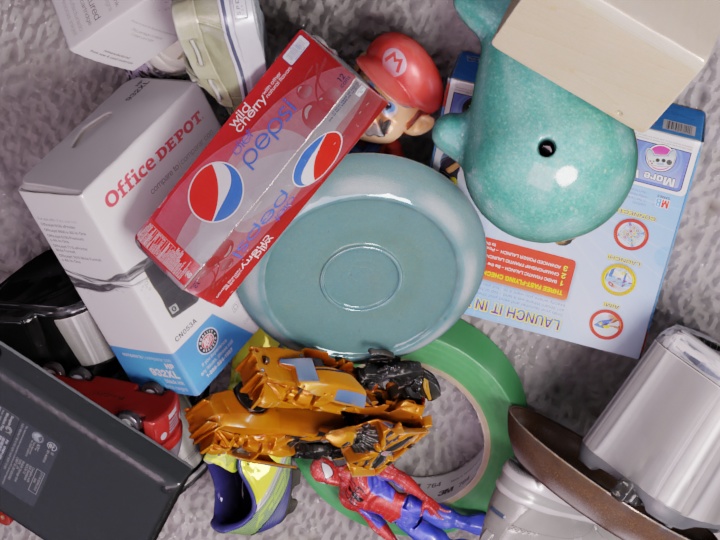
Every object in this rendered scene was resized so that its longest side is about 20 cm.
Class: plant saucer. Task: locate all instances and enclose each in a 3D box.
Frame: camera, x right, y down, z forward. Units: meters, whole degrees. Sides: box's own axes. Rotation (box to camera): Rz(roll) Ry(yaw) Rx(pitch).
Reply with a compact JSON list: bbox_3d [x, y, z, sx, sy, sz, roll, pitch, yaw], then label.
[{"bbox_3d":[0.194,0.174,1.694,0.199,0.200,0.032,33,96,-6],"label":"plant saucer"},{"bbox_3d":[0.000,0.000,1.643,0.198,0.028,0.201,-3,128,-3],"label":"plant saucer"}]

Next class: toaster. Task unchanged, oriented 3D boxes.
[{"bbox_3d":[0.254,0.122,1.654,0.113,0.200,0.130,36,98,28],"label":"toaster"}]

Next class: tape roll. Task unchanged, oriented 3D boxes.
[{"bbox_3d":[0.039,0.127,1.789,0.198,0.048,0.202,5,119,10],"label":"tape roll"}]

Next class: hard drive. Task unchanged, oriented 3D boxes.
[{"bbox_3d":[-0.238,0.150,1.662,0.199,0.033,0.140,33,129,4],"label":"hard drive"}]

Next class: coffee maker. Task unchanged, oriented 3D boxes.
[{"bbox_3d":[-0.236,0.092,1.783,0.190,0.135,0.201,-13,114,20],"label":"coffee maker"}]

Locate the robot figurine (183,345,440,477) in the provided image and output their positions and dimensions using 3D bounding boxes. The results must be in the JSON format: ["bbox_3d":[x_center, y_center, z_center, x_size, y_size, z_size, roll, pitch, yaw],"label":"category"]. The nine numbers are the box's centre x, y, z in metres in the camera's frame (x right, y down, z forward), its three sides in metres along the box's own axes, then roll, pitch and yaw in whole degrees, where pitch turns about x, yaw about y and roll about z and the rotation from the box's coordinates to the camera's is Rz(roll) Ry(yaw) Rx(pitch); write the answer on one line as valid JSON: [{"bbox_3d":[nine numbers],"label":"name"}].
[{"bbox_3d":[-0.030,0.115,1.683,0.199,0.059,0.145,13,138,-37],"label":"robot figurine"}]

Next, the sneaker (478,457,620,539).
[{"bbox_3d":[0.167,0.217,1.756,0.199,0.075,0.082,28,98,-38],"label":"sneaker"}]

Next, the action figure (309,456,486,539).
[{"bbox_3d":[0.048,0.205,1.777,0.199,0.052,0.066,28,125,0],"label":"action figure"}]

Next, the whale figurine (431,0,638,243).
[{"bbox_3d":[0.125,-0.120,1.543,0.158,0.104,0.202,-14,88,7],"label":"whale figurine"}]

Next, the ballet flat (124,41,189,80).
[{"bbox_3d":[-0.125,-0.202,1.635,0.072,0.072,0.200,39,119,-10],"label":"ballet flat"}]

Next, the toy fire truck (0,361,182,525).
[{"bbox_3d":[-0.231,0.146,1.710,0.198,0.049,0.142,10,125,21],"label":"toy fire truck"}]

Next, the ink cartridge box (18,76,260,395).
[{"bbox_3d":[-0.152,-0.027,1.662,0.083,0.145,0.201,7,134,45],"label":"ink cartridge box"}]

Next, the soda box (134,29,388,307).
[{"bbox_3d":[-0.073,-0.073,1.563,0.063,0.070,0.200,42,95,24],"label":"soda box"}]

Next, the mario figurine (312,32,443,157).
[{"bbox_3d":[-0.014,-0.099,1.642,0.123,0.107,0.200,19,129,-23],"label":"mario figurine"}]

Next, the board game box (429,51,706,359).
[{"bbox_3d":[0.148,-0.049,1.664,0.198,0.056,0.197,15,121,4],"label":"board game box"}]

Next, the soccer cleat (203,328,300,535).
[{"bbox_3d":[-0.091,0.125,1.751,0.064,0.083,0.202,23,118,46],"label":"soccer cleat"}]

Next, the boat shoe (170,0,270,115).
[{"bbox_3d":[-0.099,-0.161,1.575,0.061,0.073,0.200,-6,159,1],"label":"boat shoe"}]

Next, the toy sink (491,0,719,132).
[{"bbox_3d":[0.197,-0.222,1.514,0.130,0.201,0.112,29,150,-5],"label":"toy sink"}]

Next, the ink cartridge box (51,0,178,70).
[{"bbox_3d":[-0.138,-0.262,1.560,0.199,0.086,0.147,-31,71,26],"label":"ink cartridge box"}]
